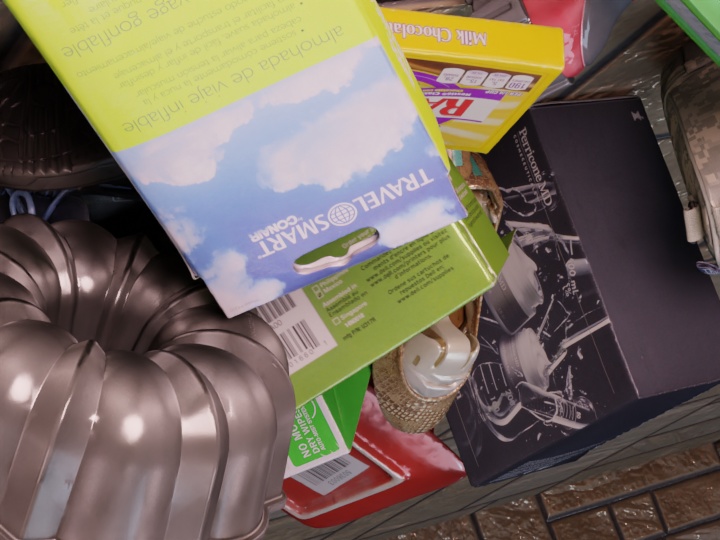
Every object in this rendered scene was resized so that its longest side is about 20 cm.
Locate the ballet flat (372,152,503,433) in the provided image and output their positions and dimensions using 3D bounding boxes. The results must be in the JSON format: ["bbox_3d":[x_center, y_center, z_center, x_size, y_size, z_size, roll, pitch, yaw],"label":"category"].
[{"bbox_3d":[0.050,0.021,1.232,0.070,0.201,0.065,-3,-159,-22],"label":"ballet flat"}]

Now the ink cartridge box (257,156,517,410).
[{"bbox_3d":[0.000,0.000,1.032,0.147,0.076,0.200,-32,-176,11],"label":"ink cartridge box"}]

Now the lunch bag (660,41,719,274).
[{"bbox_3d":[0.280,-0.080,1.143,0.199,0.140,0.168,-20,-164,12],"label":"lunch bag"}]

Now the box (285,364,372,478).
[{"bbox_3d":[-0.091,0.072,1.241,0.176,0.097,0.200,-22,-165,14],"label":"box"}]

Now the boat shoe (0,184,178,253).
[{"bbox_3d":[-0.137,-0.026,0.951,0.199,0.069,0.084,-14,128,2],"label":"boat shoe"}]

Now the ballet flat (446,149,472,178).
[{"bbox_3d":[0.016,-0.041,1.170,0.068,0.073,0.200,-13,165,-30],"label":"ballet flat"}]

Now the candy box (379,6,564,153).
[{"bbox_3d":[-0.015,-0.092,0.906,0.199,0.027,0.102,4,161,-17],"label":"candy box"}]

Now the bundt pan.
[{"bbox_3d":[-0.116,0.041,0.843,0.201,0.202,0.076,-6,126,-47],"label":"bundt pan"}]

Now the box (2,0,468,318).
[{"bbox_3d":[-0.048,-0.078,0.776,0.121,0.048,0.200,-23,133,10],"label":"box"}]

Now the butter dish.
[{"bbox_3d":[-0.031,0.082,1.467,0.199,0.148,0.200,38,140,-22],"label":"butter dish"}]

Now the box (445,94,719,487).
[{"bbox_3d":[0.127,0.014,1.278,0.104,0.201,0.182,-8,162,-38],"label":"box"}]

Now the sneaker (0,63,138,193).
[{"bbox_3d":[-0.080,-0.052,0.881,0.199,0.060,0.104,-9,153,5],"label":"sneaker"}]

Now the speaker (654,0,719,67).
[{"bbox_3d":[0.177,-0.138,0.859,0.088,0.089,0.200,-27,140,26],"label":"speaker"}]

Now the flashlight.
[{"bbox_3d":[0.151,-0.152,0.949,0.199,0.068,0.068,-25,-178,18],"label":"flashlight"}]
